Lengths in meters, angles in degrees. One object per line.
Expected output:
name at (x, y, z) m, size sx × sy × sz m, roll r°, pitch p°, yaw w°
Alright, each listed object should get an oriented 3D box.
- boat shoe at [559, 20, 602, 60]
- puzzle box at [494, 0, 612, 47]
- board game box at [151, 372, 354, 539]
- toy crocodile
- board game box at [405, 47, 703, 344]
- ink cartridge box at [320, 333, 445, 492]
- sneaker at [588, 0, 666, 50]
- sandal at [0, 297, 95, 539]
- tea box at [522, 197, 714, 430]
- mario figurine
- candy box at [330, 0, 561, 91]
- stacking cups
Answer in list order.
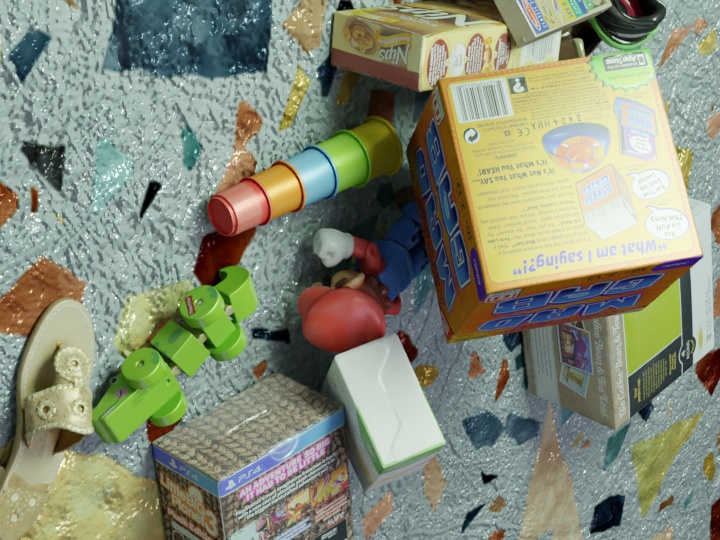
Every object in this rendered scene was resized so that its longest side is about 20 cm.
boat shoe at (0.199, -0.230, 1.757) m, size 0.202 × 0.075 × 0.075 m, roll -46°, pitch 136°, yaw -24°
puzzle box at (0.147, -0.316, 1.604) m, size 0.133 × 0.025 × 0.200 m, roll -28°, pitch 90°, yaw -43°
board game box at (-0.097, 0.228, 1.625) m, size 0.159 × 0.097 × 0.200 m, roll -27°, pitch 126°, yaw -38°
toy crocodile at (-0.164, 0.072, 1.516) m, size 0.200 × 0.062 × 0.068 m, roll -47°, pitch 137°, yaw -16°
board game box at (0.170, -0.064, 1.576) m, size 0.200 × 0.200 × 0.200 m, roll -9°, pitch 76°, yaw -10°
ink cartridge box at (0.016, 0.144, 1.654) m, size 0.067 × 0.117 × 0.200 m, roll -22°, pitch 168°, yaw -11°
sneaker at (0.234, -0.312, 1.711) m, size 0.200 × 0.084 × 0.077 m, roll 44°, pitch 60°, yaw -13°
sandal at (-0.251, 0.134, 1.433) m, size 0.078 × 0.070 × 0.212 m, roll 16°, pitch 95°, yaw -50°
tea box at (0.291, 0.034, 1.936) m, size 0.197 × 0.134 × 0.200 m, roll -33°, pitch 129°, yaw -35°
mario figurine at (0.000, 0.000, 1.665) m, size 0.123 × 0.106 × 0.200 m, roll 50°, pitch 52°, yaw -8°
candy box at (0.083, -0.216, 1.604) m, size 0.200 × 0.115 × 0.055 m, roll -14°, pitch 117°, yaw -44°
stacking cups at (-0.053, -0.081, 1.569) m, size 0.200 × 0.060 × 0.061 m, roll -27°, pitch 126°, yaw -33°
